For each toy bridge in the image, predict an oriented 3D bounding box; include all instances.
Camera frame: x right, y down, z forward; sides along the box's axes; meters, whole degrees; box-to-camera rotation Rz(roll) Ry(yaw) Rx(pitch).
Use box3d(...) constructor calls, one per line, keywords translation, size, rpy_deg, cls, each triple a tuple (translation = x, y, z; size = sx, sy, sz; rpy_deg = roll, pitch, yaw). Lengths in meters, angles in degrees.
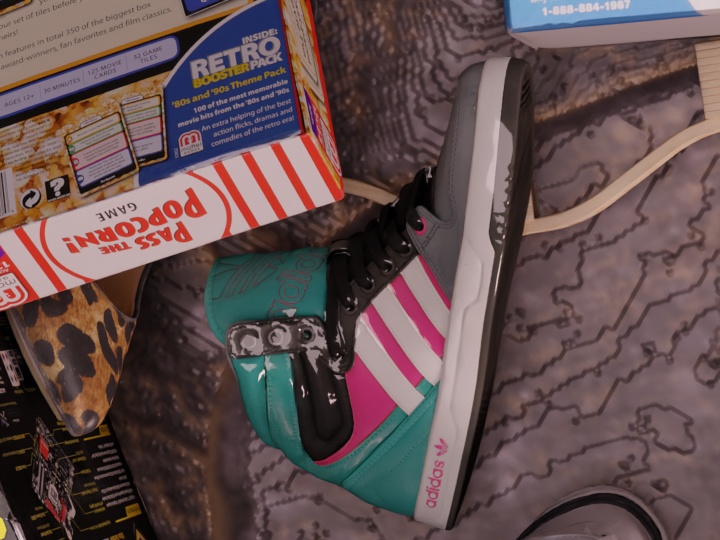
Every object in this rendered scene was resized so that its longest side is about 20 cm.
box3d(translation=(0.061, -0.048, 1.196), size=(0.199, 0.027, 0.068), rpy_deg=(-9, 90, 10), cls="toy bridge")

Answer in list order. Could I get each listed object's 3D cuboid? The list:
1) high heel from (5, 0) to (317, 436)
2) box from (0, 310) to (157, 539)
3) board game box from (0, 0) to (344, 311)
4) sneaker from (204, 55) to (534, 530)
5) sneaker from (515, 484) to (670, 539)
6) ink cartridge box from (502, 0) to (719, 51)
box3d(translation=(-0.075, -0.034, 1.158), size=(0.142, 0.071, 0.201), rpy_deg=(-21, 50, 13), cls="high heel")
box3d(translation=(-0.138, 0.076, 1.141), size=(0.049, 0.200, 0.161), rpy_deg=(-20, 88, 8), cls="box")
box3d(translation=(-0.095, -0.095, 1.112), size=(0.151, 0.046, 0.201), rpy_deg=(-17, 54, 10), cls="board game box")
box3d(translation=(0.000, 0.000, 1.166), size=(0.120, 0.084, 0.201), rpy_deg=(13, 112, 7), cls="sneaker")
box3d(translation=(0.046, 0.171, 1.155), size=(0.075, 0.115, 0.200), rpy_deg=(40, 96, 7), cls="sneaker")
box3d(translation=(0.125, -0.194, 1.125), size=(0.146, 0.145, 0.202), rpy_deg=(-4, 90, 10), cls="ink cartridge box")
